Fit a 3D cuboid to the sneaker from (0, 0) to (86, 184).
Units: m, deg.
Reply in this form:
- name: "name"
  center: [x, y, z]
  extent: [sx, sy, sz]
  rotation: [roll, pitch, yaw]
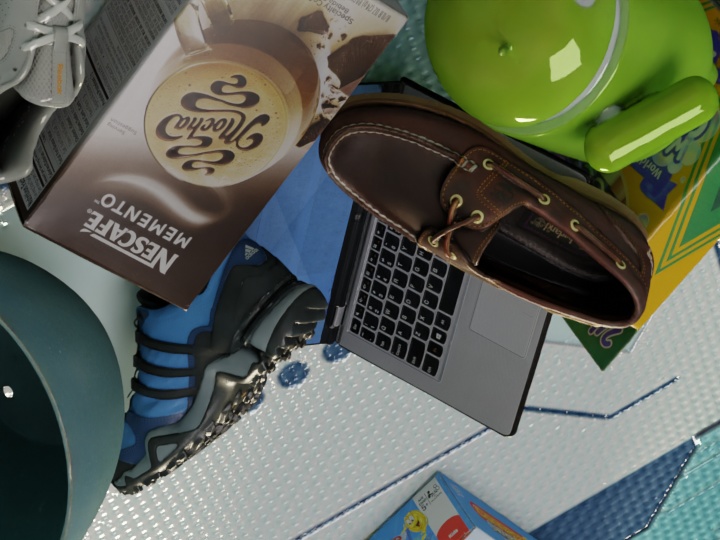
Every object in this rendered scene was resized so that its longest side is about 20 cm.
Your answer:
- name: "sneaker"
  center: [-0.156, -0.131, 1.429]
  extent: [0.075, 0.092, 0.201]
  rotation: [3, 125, -33]

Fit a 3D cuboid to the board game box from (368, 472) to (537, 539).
- name: "board game box"
  center: [0.048, 0.252, 1.905]
  extent: [0.196, 0.056, 0.200]
  rotation: [-44, 136, 9]

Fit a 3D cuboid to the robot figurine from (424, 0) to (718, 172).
- name: "robot figurine"
  center: [0.112, -0.122, 1.544]
  extent: [0.116, 0.176, 0.200]
  rotation: [-42, 149, 22]

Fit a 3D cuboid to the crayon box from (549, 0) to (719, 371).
- name: "crayon box"
  center: [0.161, -0.059, 1.655]
  extent: [0.051, 0.126, 0.200]
  rotation: [25, 111, -42]

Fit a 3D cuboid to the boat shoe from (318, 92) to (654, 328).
- name: "boat shoe"
  center: [0.069, -0.031, 1.550]
  extent: [0.199, 0.071, 0.071]
  rotation: [22, 127, -10]

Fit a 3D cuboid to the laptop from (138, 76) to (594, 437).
- name: "laptop"
  center: [0.000, 0.000, 1.623]
  extent: [0.116, 0.199, 0.188]
  rotation: [-39, 150, -49]

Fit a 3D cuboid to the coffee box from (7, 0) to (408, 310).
- name: "coffee box"
  center: [-0.084, -0.094, 1.500]
  extent: [0.113, 0.080, 0.200]
  rotation: [27, 110, -32]

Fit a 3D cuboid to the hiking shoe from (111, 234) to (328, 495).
- name: "hiking shoe"
  center: [-0.097, 0.047, 1.625]
  extent: [0.200, 0.087, 0.074]
  rotation: [-47, 172, 37]

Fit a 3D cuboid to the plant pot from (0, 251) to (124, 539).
- name: "plant pot"
  center: [-0.202, 0.070, 1.526]
  extent: [0.135, 0.200, 0.201]
  rotation: [-33, 152, -58]
